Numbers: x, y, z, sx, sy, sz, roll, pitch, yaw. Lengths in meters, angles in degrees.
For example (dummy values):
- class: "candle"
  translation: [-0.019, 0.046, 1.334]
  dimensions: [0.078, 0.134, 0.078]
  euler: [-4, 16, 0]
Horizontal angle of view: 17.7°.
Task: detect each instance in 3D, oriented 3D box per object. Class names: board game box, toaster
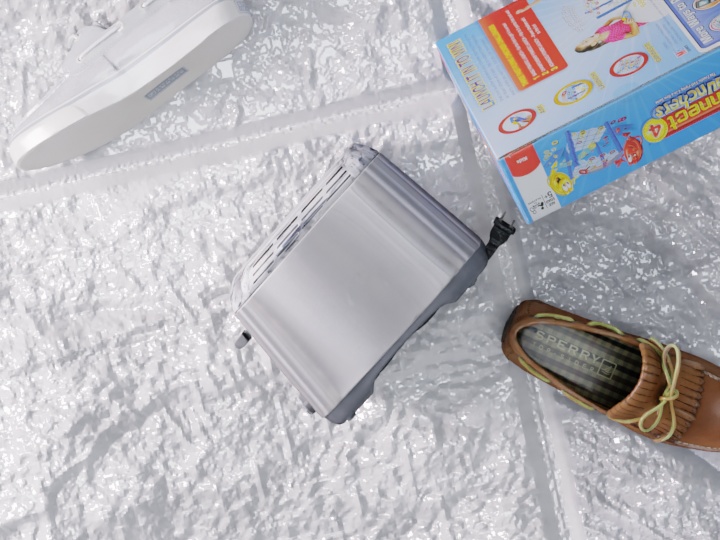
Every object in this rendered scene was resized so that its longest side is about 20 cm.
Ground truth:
- class: "board game box"
  translation: [0.166, -0.139, 1.575]
  dimensions: [0.195, 0.200, 0.056]
  euler: [-27, 120, 4]
- class: "toaster"
  translation: [0.000, 0.000, 1.636]
  dimensions: [0.129, 0.114, 0.200]
  euler: [42, 97, -2]

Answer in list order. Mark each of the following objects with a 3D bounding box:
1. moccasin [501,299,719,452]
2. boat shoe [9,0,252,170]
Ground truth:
- class: "moccasin"
  translation: [0.198, 0.077, 1.662]
  dimensions: [0.200, 0.078, 0.074]
  euler: [29, 96, -3]
- class: "boat shoe"
  translation: [-0.173, -0.148, 1.645]
  dimensions: [0.199, 0.072, 0.069]
  euler: [-36, 74, 11]
